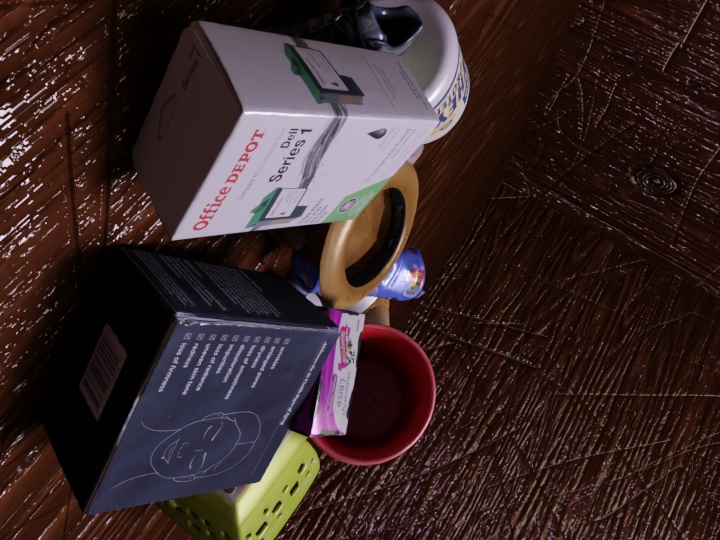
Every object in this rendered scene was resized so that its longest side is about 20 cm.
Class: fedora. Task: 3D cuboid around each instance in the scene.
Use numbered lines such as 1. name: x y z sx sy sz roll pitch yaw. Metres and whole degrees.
1. fedora: -0.009 -0.052 0.683 0.201 0.082 0.201 -45 152 -32

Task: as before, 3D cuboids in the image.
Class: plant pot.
1. plant pot: -0.189 0.287 0.872 0.200 0.199 0.182 -49 158 -37
2. plant pot: 0.008 0.194 0.897 0.201 0.200 0.177 -56 171 -14

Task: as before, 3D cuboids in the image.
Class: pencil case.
1. pencil case: 0.000 0.000 0.817 0.200 0.078 0.087 6 113 -36

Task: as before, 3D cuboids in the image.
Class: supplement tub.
1. supplement tub: 0.055 -0.232 0.704 0.145 0.145 0.200 -61 167 10

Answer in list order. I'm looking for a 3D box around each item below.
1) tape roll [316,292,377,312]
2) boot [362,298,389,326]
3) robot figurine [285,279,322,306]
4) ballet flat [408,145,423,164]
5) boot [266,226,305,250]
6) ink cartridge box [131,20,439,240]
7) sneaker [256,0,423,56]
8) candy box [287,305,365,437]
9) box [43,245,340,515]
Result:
1. tape roll: -0.024 0.018 0.980 0.203 0.037 0.203 -35 -156 18
2. boot: -0.043 0.084 1.022 0.144 0.201 0.071 -101 166 -45
3. robot figurine: -0.116 0.094 0.865 0.169 0.113 0.200 -10 140 -23
4. ballet flat: 0.042 -0.173 1.019 0.200 0.068 0.067 -61 149 -19
5. boot: -0.076 -0.124 0.682 0.200 0.072 0.167 53 56 -75
6. ink cartridge box: -0.058 -0.105 0.471 0.200 0.084 0.146 -13 156 -43
7. sneaker: -0.025 -0.204 0.518 0.200 0.074 0.081 -32 -173 -38
8. candy box: -0.094 0.103 0.683 0.061 0.200 0.137 15 83 -47
9. box: -0.158 0.103 0.562 0.196 0.124 0.200 14 109 -50
